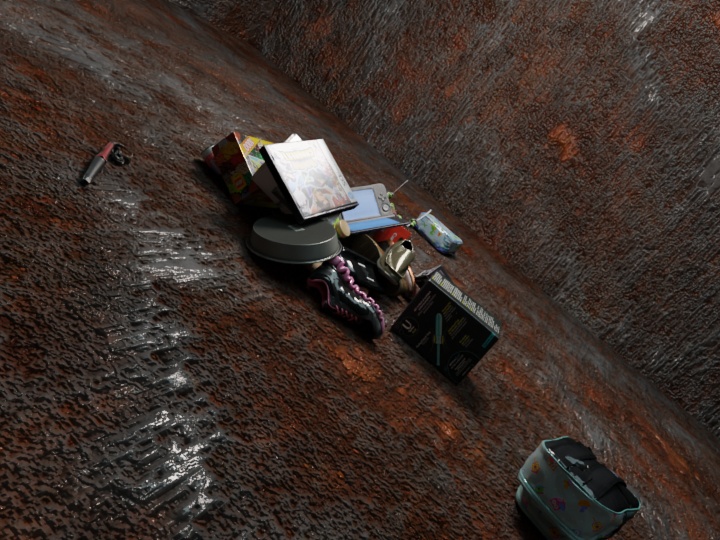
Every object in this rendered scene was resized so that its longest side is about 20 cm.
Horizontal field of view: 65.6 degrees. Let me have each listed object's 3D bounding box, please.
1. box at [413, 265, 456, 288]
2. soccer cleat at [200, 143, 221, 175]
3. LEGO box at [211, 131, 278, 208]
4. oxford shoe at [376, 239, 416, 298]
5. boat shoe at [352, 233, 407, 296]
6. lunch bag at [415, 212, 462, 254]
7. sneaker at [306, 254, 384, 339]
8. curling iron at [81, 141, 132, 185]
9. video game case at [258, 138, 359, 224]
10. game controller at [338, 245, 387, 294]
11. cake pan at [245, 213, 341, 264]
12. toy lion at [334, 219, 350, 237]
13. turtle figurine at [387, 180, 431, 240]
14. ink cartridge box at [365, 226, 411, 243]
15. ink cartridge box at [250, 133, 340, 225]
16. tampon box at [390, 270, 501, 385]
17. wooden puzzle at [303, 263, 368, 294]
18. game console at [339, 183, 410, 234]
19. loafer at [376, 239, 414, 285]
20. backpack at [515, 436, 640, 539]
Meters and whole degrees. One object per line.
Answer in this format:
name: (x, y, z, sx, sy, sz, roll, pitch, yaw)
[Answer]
box: (0.214, 0.068, 1.443, 0.158, 0.050, 0.200, 56, -5, 0)
soccer cleat: (-0.325, -0.272, 1.413, 0.074, 0.068, 0.200, 58, 19, 2)
LEGO box: (-0.248, -0.237, 1.355, 0.150, 0.077, 0.200, 65, 23, 7)
oxford shoe: (0.088, 0.001, 1.550, 0.072, 0.072, 0.201, -13, 53, -25)
boat shoe: (0.051, -0.012, 1.484, 0.201, 0.072, 0.068, 57, 22, 21)
lunch bag: (0.324, -0.152, 2.317, 0.200, 0.083, 0.160, 44, 20, 19)
sneaker: (-0.035, 0.068, 1.137, 0.095, 0.079, 0.200, -35, 83, -35)
curling iron: (-0.458, -0.194, 1.004, 0.049, 0.026, 0.200, 29, 20, -17)
video game case: (-0.108, -0.203, 1.233, 0.199, 0.025, 0.182, -23, 83, -52)
game controller: (0.000, 0.000, 1.315, 0.200, 0.042, 0.105, 24, 39, -59)
cake pan: (-0.136, -0.071, 1.157, 0.198, 0.037, 0.201, 6, 25, -3)
toy lion: (-0.117, -0.182, 1.419, 0.191, 0.068, 0.202, 15, 59, -56)
turtle figurine: (0.130, -0.195, 1.905, 0.195, 0.198, 0.145, -79, 157, -48)
ink cartridge box: (0.046, -0.129, 1.672, 0.199, 0.109, 0.050, 37, 2, -3)
ink cartridge box: (-0.132, -0.194, 1.288, 0.200, 0.085, 0.146, 47, 39, -16)
tampon box: (0.200, 0.126, 1.286, 0.200, 0.150, 0.126, 40, 19, 6)
wooden puzzle: (-0.086, -0.017, 1.286, 0.200, 0.037, 0.184, 52, 22, 25)
game console: (0.015, -0.174, 1.564, 0.198, 0.118, 0.172, -11, 77, -21)
loafer: (0.093, -0.031, 1.405, 0.075, 0.070, 0.200, 42, 24, -11)
backpack: (0.360, 0.384, 0.961, 0.176, 0.153, 0.200, 48, 11, 36)
